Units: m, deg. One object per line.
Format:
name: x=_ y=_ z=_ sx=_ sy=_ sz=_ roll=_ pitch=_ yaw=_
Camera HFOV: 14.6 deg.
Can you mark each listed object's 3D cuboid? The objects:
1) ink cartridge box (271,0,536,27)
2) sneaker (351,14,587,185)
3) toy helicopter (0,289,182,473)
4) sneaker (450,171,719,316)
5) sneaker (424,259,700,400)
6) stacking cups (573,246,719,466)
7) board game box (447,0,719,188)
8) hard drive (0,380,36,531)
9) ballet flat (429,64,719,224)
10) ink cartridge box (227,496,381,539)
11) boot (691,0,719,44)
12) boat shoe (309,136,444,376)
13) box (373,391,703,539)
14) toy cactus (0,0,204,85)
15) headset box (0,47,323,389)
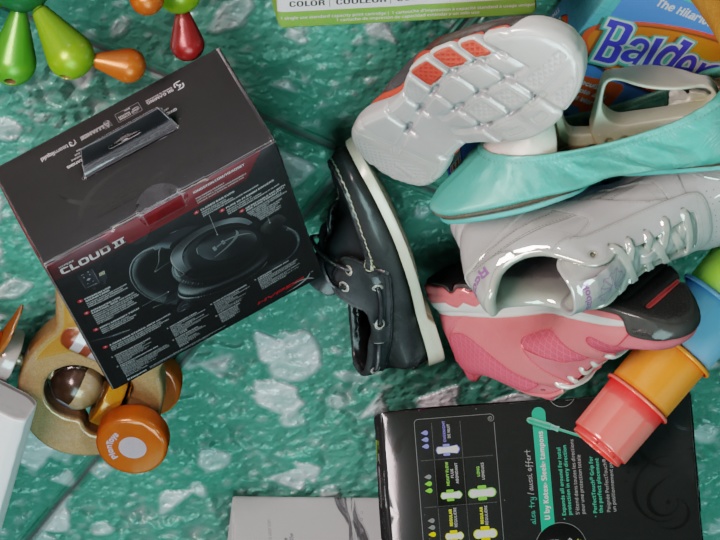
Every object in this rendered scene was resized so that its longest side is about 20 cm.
ink cartridge box: x=0.021 y=-0.232 z=1.507 sx=0.148 sy=0.076 sz=0.200 roll=-4 pitch=137 yaw=-2
sneaker: x=0.065 y=-0.117 z=1.600 sx=0.077 sy=0.082 sz=0.200 roll=41 pitch=148 yaw=-17
toy helicopter: x=-0.185 y=0.033 z=1.777 sx=0.132 sy=0.079 sz=0.200 roll=3 pitch=125 yaw=4
sneaker: x=0.156 y=-0.014 z=1.664 sx=0.200 sy=0.100 sz=0.075 roll=-11 pitch=134 yaw=4
sneaker: x=0.132 y=0.039 z=1.738 sx=0.200 sy=0.074 sz=0.087 roll=6 pitch=117 yaw=43
stacking cups: x=0.213 y=0.037 z=1.742 sx=0.060 sy=0.060 sz=0.200 roll=40 pitch=87 yaw=-36
board game box: x=0.165 y=-0.099 z=1.680 sx=0.152 sy=0.045 sz=0.200 roll=18 pitch=131 yaw=-22
hard drive: x=-0.291 y=0.127 z=1.841 sx=0.132 sy=0.026 sz=0.200 roll=26 pitch=134 yaw=5
ballet flat: x=0.132 y=-0.081 z=1.626 sx=0.200 sy=0.067 sz=0.070 roll=-12 pitch=113 yaw=5
ink cartridge box: x=0.002 y=0.233 z=1.974 sx=0.200 sy=0.084 sz=0.146 roll=2 pitch=135 yaw=-7
boot: x=0.186 y=-0.177 z=1.532 sx=0.201 sy=0.144 sz=0.071 roll=25 pitch=127 yaw=-27
boat shoe: x=-0.001 y=-0.002 z=1.743 sx=0.066 sy=0.075 sz=0.199 roll=-21 pitch=144 yaw=-1
box: x=0.112 y=0.146 z=1.827 sx=0.200 sy=0.125 sz=0.149 roll=-5 pitch=175 yaw=-1
toy cactus: x=-0.180 y=-0.183 z=1.546 sx=0.200 sy=0.102 sz=0.165 roll=4 pitch=116 yaw=-7
headset box: x=-0.115 y=-0.031 z=1.629 sx=0.149 sy=0.077 sz=0.200 roll=-29 pitch=153 yaw=-5
